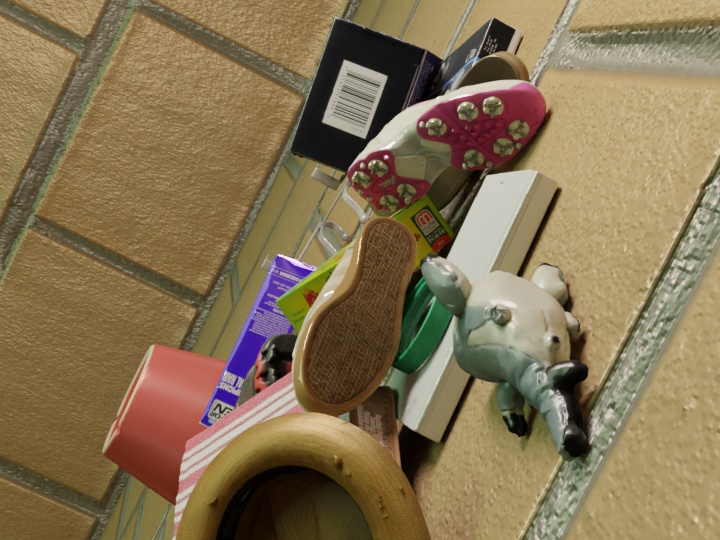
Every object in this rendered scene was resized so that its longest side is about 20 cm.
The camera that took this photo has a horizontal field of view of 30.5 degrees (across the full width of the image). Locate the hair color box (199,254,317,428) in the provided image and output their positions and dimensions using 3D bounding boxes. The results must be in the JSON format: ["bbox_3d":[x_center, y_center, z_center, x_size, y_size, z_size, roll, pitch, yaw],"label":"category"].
[{"bbox_3d":[-0.090,0.096,1.436,0.201,0.064,0.109,-67,-23,-10],"label":"hair color box"}]

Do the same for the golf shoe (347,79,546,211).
[{"bbox_3d":[0.074,-0.123,1.112,0.199,0.075,0.092,-21,32,39],"label":"golf shoe"}]

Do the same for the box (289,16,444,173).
[{"bbox_3d":[0.012,-0.178,1.411,0.200,0.104,0.149,-31,-39,-78],"label":"box"}]

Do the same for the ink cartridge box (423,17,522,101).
[{"bbox_3d":[0.097,-0.179,1.344,0.100,0.039,0.200,-68,10,-14],"label":"ink cartridge box"}]

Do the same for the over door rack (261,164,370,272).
[{"bbox_3d":[-0.026,-0.069,1.580,0.148,0.066,0.200,-60,-10,26],"label":"over door rack"}]

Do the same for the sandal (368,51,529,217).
[{"bbox_3d":[0.093,-0.120,1.205,0.069,0.078,0.212,-26,-17,-50],"label":"sandal"}]

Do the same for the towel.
[{"bbox_3d":[-0.076,0.154,0.993,0.146,0.030,0.200,-34,24,15],"label":"towel"}]

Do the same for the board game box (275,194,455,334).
[{"bbox_3d":[0.000,0.000,1.222,0.101,0.048,0.200,-38,3,-24],"label":"board game box"}]

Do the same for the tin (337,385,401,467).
[{"bbox_3d":[-0.005,0.159,0.959,0.200,0.042,0.113,-95,25,-62],"label":"tin"}]

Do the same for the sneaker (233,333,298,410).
[{"bbox_3d":[-0.074,0.164,1.188,0.098,0.070,0.202,138,135,-54],"label":"sneaker"}]

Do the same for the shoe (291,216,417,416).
[{"bbox_3d":[-0.005,0.041,0.990,0.053,0.070,0.201,-53,7,44],"label":"shoe"}]

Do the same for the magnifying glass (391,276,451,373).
[{"bbox_3d":[0.030,0.051,1.032,0.080,0.022,0.200,-68,12,-20],"label":"magnifying glass"}]

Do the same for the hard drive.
[{"bbox_3d":[0.077,0.023,0.982,0.201,0.026,0.132,-64,10,-3],"label":"hard drive"}]

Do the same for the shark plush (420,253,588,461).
[{"bbox_3d":[0.101,0.056,0.772,0.200,0.090,0.084,-138,53,-59],"label":"shark plush"}]

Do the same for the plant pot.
[{"bbox_3d":[-0.196,0.188,1.560,0.201,0.176,0.201,-60,11,20],"label":"plant pot"}]

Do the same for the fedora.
[{"bbox_3d":[-0.025,0.192,0.827,0.082,0.200,0.202,20,-83,-60],"label":"fedora"}]
